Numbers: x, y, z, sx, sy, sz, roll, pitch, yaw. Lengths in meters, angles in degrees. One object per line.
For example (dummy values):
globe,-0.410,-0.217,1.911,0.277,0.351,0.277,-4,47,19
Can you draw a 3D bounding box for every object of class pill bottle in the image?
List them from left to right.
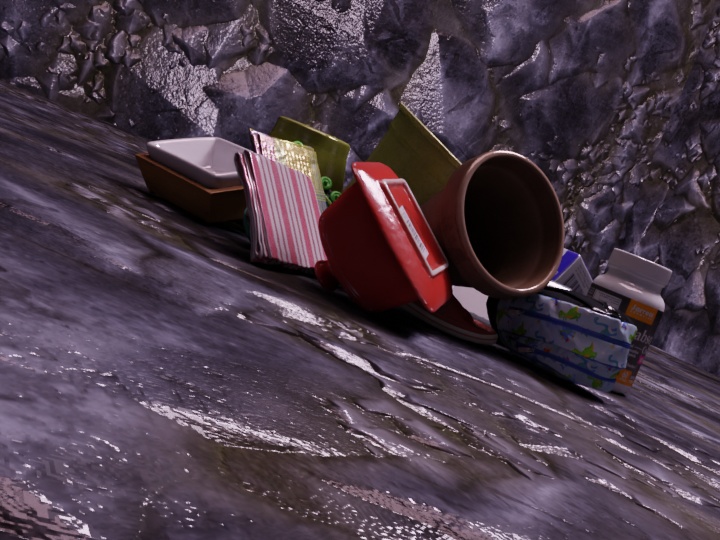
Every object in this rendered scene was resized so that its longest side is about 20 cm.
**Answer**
pill bottle,0.394,0.076,1.486,0.116,0.201,0.116,21,5,-2

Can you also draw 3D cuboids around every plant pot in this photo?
plant pot,-0.110,-0.143,1.603,0.199,0.194,0.200,22,5,-2
plant pot,0.071,-0.133,1.558,0.200,0.184,0.200,44,8,-8
plant pot,0.154,-0.050,1.349,0.199,0.202,0.174,19,-21,-33

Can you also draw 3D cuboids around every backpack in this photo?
backpack,0.285,0.087,1.337,0.163,0.155,0.199,25,-18,-32

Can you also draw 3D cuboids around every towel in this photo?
towel,-0.100,-0.070,1.282,0.030,0.147,0.200,-16,-12,21
towel,-0.096,-0.097,1.368,0.023,0.202,0.143,-20,-17,32

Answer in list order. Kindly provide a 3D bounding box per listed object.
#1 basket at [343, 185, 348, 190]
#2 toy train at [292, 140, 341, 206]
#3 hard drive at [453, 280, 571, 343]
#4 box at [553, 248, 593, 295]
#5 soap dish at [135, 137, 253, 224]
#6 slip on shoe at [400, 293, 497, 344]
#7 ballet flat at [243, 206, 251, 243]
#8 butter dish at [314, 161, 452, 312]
basket,-0.034,-0.090,1.753,0.199,0.137,0.180,20,22,22
toy train,-0.065,-0.113,1.490,0.200,0.056,0.042,53,-34,6
hard drive,0.222,0.048,1.501,0.199,0.140,0.033,23,-39,-3
box,0.330,0.038,1.757,0.200,0.105,0.184,29,-22,53
soap dish,-0.225,-0.140,1.481,0.157,0.082,0.199,-12,30,-43
slip on shoe,0.104,0.042,1.317,0.199,0.061,0.074,31,3,-5
ballet flat,-0.117,-0.049,1.399,0.070,0.068,0.199,-4,-13,36
butter dish,0.010,-0.022,1.211,0.201,0.147,0.199,62,14,1
